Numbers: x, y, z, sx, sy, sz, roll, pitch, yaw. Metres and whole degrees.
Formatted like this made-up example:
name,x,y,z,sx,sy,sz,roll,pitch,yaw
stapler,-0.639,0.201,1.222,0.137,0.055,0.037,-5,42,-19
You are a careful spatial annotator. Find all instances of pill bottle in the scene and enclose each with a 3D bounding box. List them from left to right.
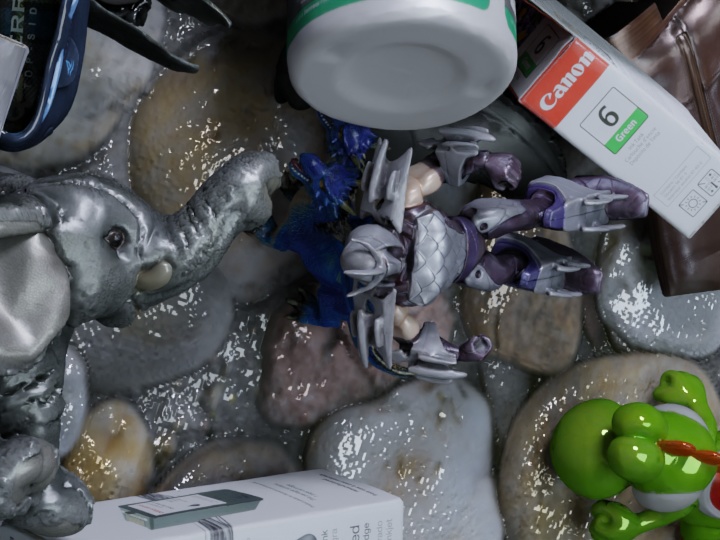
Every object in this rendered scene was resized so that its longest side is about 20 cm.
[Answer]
name,x,y,z,sx,sy,sz,roll,pitch,yaw
pill bottle,0.019,-0.182,0.986,0.113,0.113,0.201,21,58,-38

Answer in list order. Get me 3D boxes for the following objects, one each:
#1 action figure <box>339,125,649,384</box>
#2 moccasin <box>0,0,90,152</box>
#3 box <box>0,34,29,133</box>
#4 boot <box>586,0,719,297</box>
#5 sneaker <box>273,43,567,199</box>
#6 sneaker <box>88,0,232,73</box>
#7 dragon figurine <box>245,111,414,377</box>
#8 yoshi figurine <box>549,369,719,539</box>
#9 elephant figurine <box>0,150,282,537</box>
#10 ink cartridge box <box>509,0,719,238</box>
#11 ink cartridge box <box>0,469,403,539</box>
name,x,y,z,sx,sy,sz,roll,pitch,yaw
action figure,0.060,-0.013,1.021,0.199,0.069,0.131,-9,121,-47
moccasin,-0.134,-0.148,0.825,0.080,0.068,0.202,-5,104,-9
box,-0.220,-0.029,0.822,0.048,0.199,0.160,20,85,-34
boot,0.235,-0.100,1.247,0.186,0.064,0.201,-33,114,-14
sneaker,0.030,-0.080,1.097,0.200,0.076,0.091,35,83,-27
sneaker,-0.144,-0.165,0.895,0.060,0.104,0.200,-59,147,-16
dragon figurine,0.000,0.000,1.060,0.059,0.099,0.201,-40,120,-25
yoshi figurine,0.188,0.124,1.251,0.112,0.113,0.200,-34,144,17
elephant figurine,-0.156,0.010,0.926,0.155,0.141,0.201,17,94,-53
ink cartridge box,0.116,-0.110,1.110,0.199,0.109,0.050,35,105,-21
ink cartridge box,-0.081,0.192,1.018,0.199,0.084,0.147,-5,100,-36
